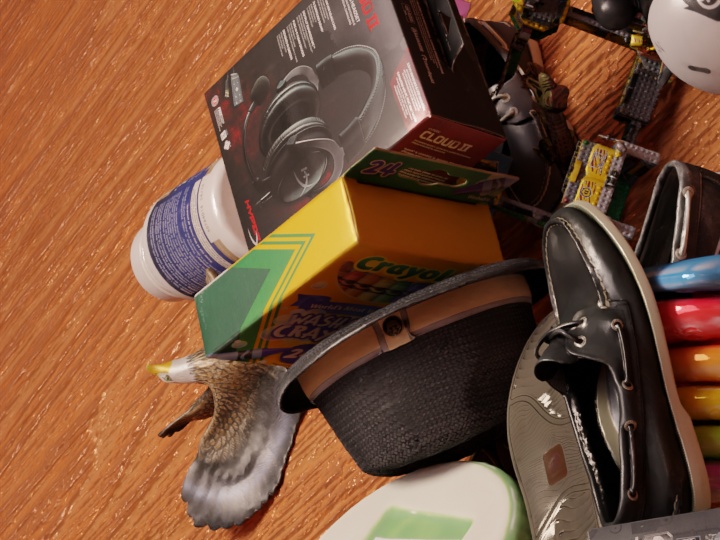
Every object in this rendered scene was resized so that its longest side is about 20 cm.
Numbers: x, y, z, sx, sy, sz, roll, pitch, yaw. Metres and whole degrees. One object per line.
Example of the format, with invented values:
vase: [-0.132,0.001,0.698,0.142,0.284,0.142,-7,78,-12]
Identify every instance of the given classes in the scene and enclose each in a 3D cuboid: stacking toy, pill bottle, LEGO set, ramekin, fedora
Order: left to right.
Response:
pill bottle: [-0.132,-0.035,1.786,0.200,0.111,0.111,-26,52,54]
ramekin: [0.045,0.210,1.189,0.200,0.098,0.200,-30,25,16]
fedora: [0.050,0.073,1.246,0.200,0.200,0.092,-39,70,47]
LEGO set: [0.140,-0.105,1.273,0.201,0.153,0.116,-62,0,-4]
stacking toy: [0.208,0.094,1.109,0.110,0.116,0.201,-12,75,62]

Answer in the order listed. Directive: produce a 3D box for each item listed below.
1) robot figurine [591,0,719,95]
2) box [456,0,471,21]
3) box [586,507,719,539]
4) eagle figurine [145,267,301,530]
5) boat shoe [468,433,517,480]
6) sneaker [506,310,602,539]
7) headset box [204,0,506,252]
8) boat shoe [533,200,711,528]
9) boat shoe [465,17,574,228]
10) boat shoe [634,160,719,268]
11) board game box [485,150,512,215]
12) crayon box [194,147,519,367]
robot figurine: [0.228,-0.204,1.199,0.150,0.124,0.201,-40,43,44]
box: [-0.007,-0.128,1.497,0.200,0.096,0.177,167,124,-82]
box: [0.204,0.216,0.984,0.157,0.051,0.201,-12,55,12]
eagle figurine: [-0.113,0.101,1.689,0.152,0.150,0.201,-44,-35,-45]
boat shoe: [0.109,0.118,1.293,0.201,0.067,0.072,-65,28,13]
sneaker: [0.152,0.121,1.165,0.075,0.106,0.201,-33,46,40]
headset box: [-0.001,-0.108,1.286,0.200,0.077,0.149,-39,55,35]
boat shoe: [0.130,0.056,1.088,0.075,0.066,0.200,137,120,-64]
boat shoe: [0.107,-0.113,1.439,0.073,0.063,0.201,-48,37,34]
boat shoe: [0.182,0.031,1.208,0.074,0.068,0.200,32,103,62]
board game box: [0.038,-0.003,1.443,0.200,0.056,0.197,-140,69,-82]
crayon box: [0.000,0.000,1.256,0.200,0.125,0.052,-38,55,41]
